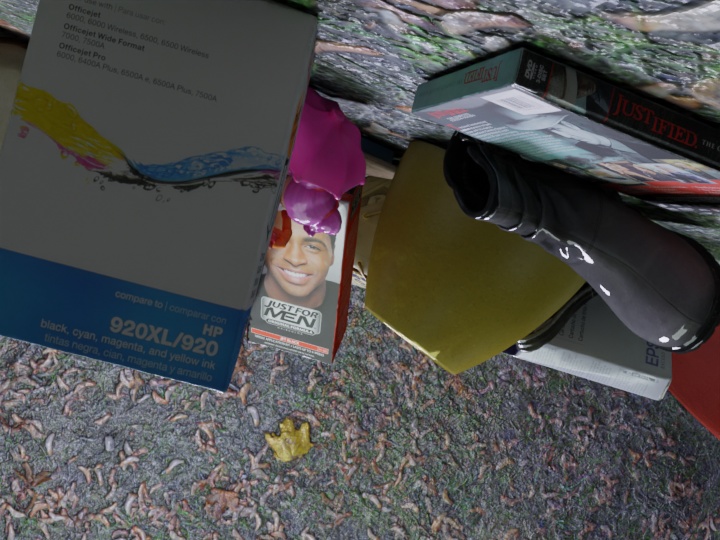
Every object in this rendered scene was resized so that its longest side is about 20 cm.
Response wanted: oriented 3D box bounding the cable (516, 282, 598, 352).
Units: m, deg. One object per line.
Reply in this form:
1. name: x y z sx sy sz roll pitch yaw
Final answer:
1. cable: 0.205 0.015 0.836 0.098 0.197 0.051 -105 -11 -57

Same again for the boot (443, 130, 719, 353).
1. boot: 0.127 -0.024 0.540 0.129 0.071 0.201 16 -161 -25

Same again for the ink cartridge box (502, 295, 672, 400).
1. ink cartridge box: 0.234 0.028 0.915 0.196 0.041 0.201 15 -137 8

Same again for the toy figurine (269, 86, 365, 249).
1. toy figurine: -0.080 -0.072 0.674 0.180 0.203 0.151 5 -141 26

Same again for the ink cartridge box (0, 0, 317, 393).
1. ink cartridge box: -0.116 -0.056 0.496 0.141 0.205 0.147 14 -179 -6

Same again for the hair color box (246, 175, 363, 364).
1. hair color box: -0.058 -0.010 0.847 0.099 0.203 0.062 13 -143 9

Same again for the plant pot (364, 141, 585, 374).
1. plant pot: 0.083 0.005 0.758 0.198 0.143 0.200 36 178 2

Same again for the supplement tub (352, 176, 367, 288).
1. supplement tub: 0.059 -0.036 1.056 0.142 0.148 0.198 16 -179 -38

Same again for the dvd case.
1. dvd case: 0.140 -0.069 0.472 0.196 0.023 0.146 16 -179 -16

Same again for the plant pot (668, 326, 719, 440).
1. plant pot: 0.534 0.131 1.189 0.198 0.203 0.175 17 -169 -45

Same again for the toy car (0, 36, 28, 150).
1. toy car: -0.391 -0.205 0.963 0.161 0.160 0.201 12 -151 -19

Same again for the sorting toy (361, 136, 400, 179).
1. sorting toy: -0.055 -0.132 0.857 0.197 0.037 0.184 11 -176 -36

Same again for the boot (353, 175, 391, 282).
1. boot: 0.000 0.000 0.924 0.157 0.198 0.073 58 -179 18
